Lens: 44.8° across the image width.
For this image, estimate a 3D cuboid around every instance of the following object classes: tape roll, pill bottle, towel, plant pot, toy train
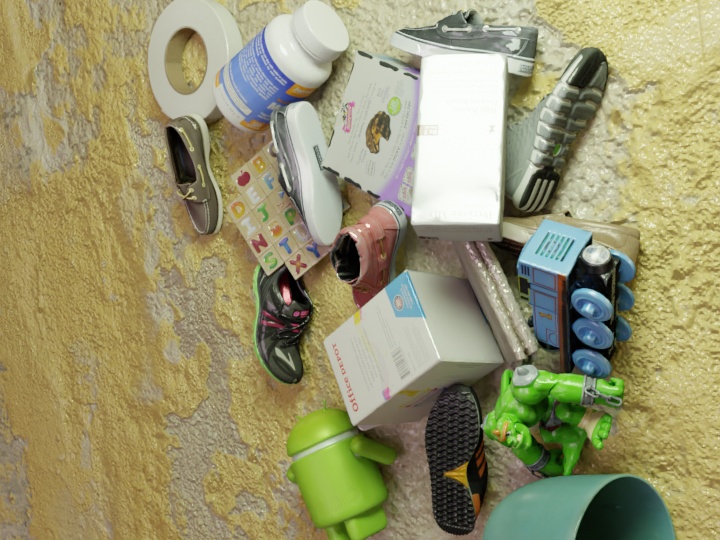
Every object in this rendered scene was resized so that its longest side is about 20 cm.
[{"bbox_3d":[-0.269,-0.337,1.411,0.202,0.037,0.204,6,100,38],"label":"tape roll"},{"bbox_3d":[-0.111,-0.290,1.240,0.200,0.112,0.112,-30,77,38],"label":"pill bottle"},{"bbox_3d":[0.160,0.025,1.054,0.034,0.133,0.201,-24,78,0],"label":"towel"},{"bbox_3d":[0.236,0.327,0.997,0.161,0.200,0.202,-7,91,51],"label":"plant pot"},{"bbox_3d":[0.237,0.037,0.966,0.114,0.087,0.200,22,148,29],"label":"toy train"}]

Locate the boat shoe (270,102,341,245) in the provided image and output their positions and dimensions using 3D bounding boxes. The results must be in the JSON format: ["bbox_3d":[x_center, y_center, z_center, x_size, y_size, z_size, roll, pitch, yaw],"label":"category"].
[{"bbox_3d":[-0.082,-0.131,1.226,0.068,0.072,0.201,-6,105,35],"label":"boat shoe"}]

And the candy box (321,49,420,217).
[{"bbox_3d":[0.061,-0.173,1.141,0.200,0.071,0.168,33,116,31],"label":"candy box"}]

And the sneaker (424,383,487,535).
[{"bbox_3d":[0.129,0.233,1.128,0.070,0.090,0.201,3,104,21],"label":"sneaker"}]

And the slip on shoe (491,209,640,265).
[{"bbox_3d":[0.231,-0.041,1.029,0.200,0.076,0.061,17,76,41],"label":"slip on shoe"}]

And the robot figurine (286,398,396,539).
[{"bbox_3d":[-0.035,0.289,1.254,0.175,0.115,0.201,-34,74,42],"label":"robot figurine"}]

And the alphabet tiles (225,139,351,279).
[{"bbox_3d":[-0.110,-0.095,1.297,0.166,0.006,0.200,-39,71,15],"label":"alphabet tiles"}]

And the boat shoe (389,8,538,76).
[{"bbox_3d":[0.126,-0.287,1.073,0.199,0.072,0.068,21,107,36],"label":"boat shoe"}]

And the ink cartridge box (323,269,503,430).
[{"bbox_3d":[0.058,0.111,1.135,0.200,0.125,0.129,-41,57,36],"label":"ink cartridge box"}]

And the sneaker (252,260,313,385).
[{"bbox_3d":[-0.114,0.075,1.316,0.084,0.077,0.201,-5,94,43],"label":"sneaker"}]

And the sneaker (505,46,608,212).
[{"bbox_3d":[0.201,-0.179,1.028,0.115,0.075,0.201,39,111,43],"label":"sneaker"}]

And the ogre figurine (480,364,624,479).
[{"bbox_3d":[0.214,0.173,1.017,0.119,0.200,0.098,21,69,3],"label":"ogre figurine"}]

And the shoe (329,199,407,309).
[{"bbox_3d":[0.000,0.000,1.162,0.071,0.091,0.201,40,142,23],"label":"shoe"}]

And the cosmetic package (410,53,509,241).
[{"bbox_3d":[0.115,-0.138,0.989,0.101,0.074,0.201,1,77,12],"label":"cosmetic package"}]

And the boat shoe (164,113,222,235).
[{"bbox_3d":[-0.271,-0.148,1.404,0.072,0.059,0.201,8,114,34],"label":"boat shoe"}]
